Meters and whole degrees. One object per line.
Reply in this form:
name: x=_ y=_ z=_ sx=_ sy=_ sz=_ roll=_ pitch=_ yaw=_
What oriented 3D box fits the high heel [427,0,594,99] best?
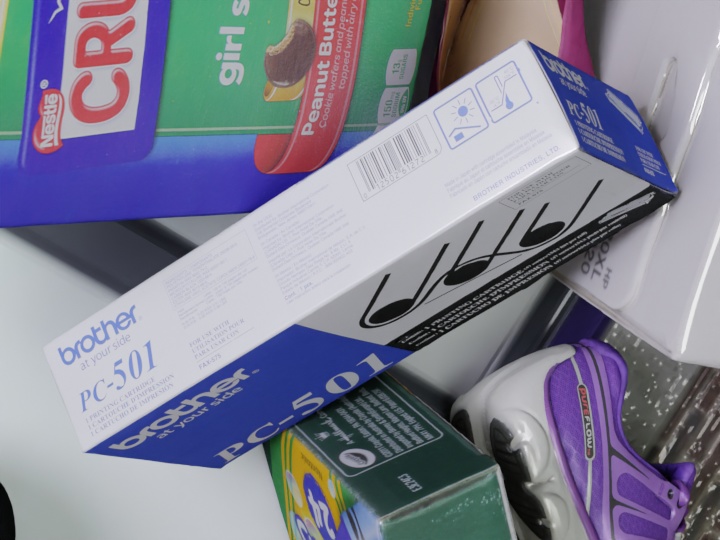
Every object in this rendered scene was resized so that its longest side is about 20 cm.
high heel: x=0.044 y=-0.100 z=0.808 sx=0.096 sy=0.067 sz=0.200 roll=2 pitch=103 yaw=-57

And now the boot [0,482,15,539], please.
boot: x=-0.102 y=0.154 z=0.835 sx=0.158 sy=0.079 sz=0.211 roll=0 pitch=118 yaw=-17

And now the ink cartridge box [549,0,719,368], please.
ink cartridge box: x=0.181 y=-0.044 z=0.861 sx=0.200 sy=0.145 sz=0.147 roll=11 pitch=104 yaw=-27

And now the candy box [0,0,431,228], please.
candy box: x=-0.064 y=-0.106 z=0.731 sx=0.200 sy=0.077 sz=0.169 roll=-5 pitch=112 yaw=-45

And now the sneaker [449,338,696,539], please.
sneaker: x=0.106 y=0.119 z=0.924 sx=0.083 sy=0.081 sz=0.200 roll=-28 pitch=116 yaw=-20

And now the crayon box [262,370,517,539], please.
crayon box: x=0.025 y=0.143 z=0.865 sx=0.052 sy=0.126 sz=0.200 roll=-23 pitch=115 yaw=-16

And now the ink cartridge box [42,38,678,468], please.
ink cartridge box: x=0.000 y=0.000 z=0.780 sx=0.200 sy=0.044 sz=0.094 roll=-31 pitch=160 yaw=20
